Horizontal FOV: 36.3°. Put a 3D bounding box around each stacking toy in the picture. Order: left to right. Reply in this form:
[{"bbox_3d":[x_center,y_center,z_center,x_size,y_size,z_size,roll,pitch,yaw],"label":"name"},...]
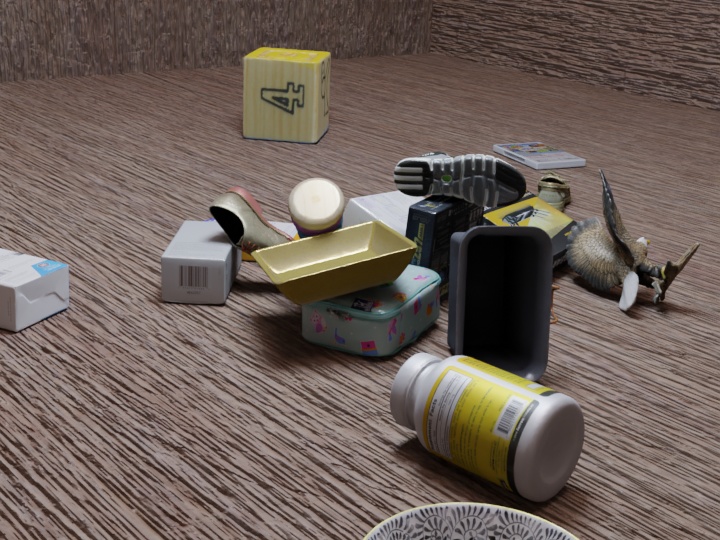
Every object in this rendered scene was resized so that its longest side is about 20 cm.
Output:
[{"bbox_3d":[-0.062,-0.053,1.683,0.084,0.201,0.087,-1,61,1],"label":"stacking toy"}]

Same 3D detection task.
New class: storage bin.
[{"bbox_3d":[0.179,0.035,1.444,0.143,0.204,0.134,0,9,-10],"label":"storage bin"}]

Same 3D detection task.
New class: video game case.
[{"bbox_3d":[0.431,-0.279,2.661,0.141,0.018,0.200,-6,21,-24],"label":"video game case"}]

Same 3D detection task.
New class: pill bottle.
[{"bbox_3d":[0.130,0.159,1.177,0.198,0.114,0.111,20,25,40],"label":"pill bottle"}]

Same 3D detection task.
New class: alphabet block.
[{"bbox_3d":[-0.183,-0.442,2.757,0.193,0.204,0.196,4,18,6],"label":"alphabet block"}]

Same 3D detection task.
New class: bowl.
[{"bbox_3d":[0.091,0.274,0.859,0.197,0.096,0.201,3,18,-1],"label":"bowl"}]

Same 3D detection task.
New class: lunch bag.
[{"bbox_3d":[0.012,0.046,1.537,0.158,0.078,0.199,15,24,27],"label":"lunch bag"}]

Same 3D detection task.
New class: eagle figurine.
[{"bbox_3d":[0.409,-0.037,1.726,0.199,0.153,0.151,40,6,18],"label":"eagle figurine"}]

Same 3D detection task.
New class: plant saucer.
[{"bbox_3d":[-0.038,-0.007,1.505,0.197,0.049,0.200,-14,16,-12],"label":"plant saucer"}]

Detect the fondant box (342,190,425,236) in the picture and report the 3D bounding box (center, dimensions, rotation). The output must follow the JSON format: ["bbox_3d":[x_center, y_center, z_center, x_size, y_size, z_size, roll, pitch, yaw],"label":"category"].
[{"bbox_3d":[0.076,-0.068,1.824,0.144,0.059,0.199,37,27,23],"label":"fondant box"}]

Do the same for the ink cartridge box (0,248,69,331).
[{"bbox_3d":[-0.526,0.019,1.558,0.197,0.068,0.116,12,21,23],"label":"ink cartridge box"}]

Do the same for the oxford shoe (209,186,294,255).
[{"bbox_3d":[-0.155,-0.035,1.673,0.200,0.071,0.075,45,36,6],"label":"oxford shoe"}]

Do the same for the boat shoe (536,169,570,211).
[{"bbox_3d":[0.399,-0.169,2.261,0.072,0.064,0.200,5,18,9],"label":"boat shoe"}]

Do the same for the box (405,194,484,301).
[{"bbox_3d":[0.127,-0.039,1.687,0.050,0.161,0.199,15,23,26],"label":"box"}]

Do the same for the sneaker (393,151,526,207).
[{"bbox_3d":[0.154,-0.149,1.656,0.196,0.076,0.116,8,18,9],"label":"sneaker"}]

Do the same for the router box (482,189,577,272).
[{"bbox_3d":[0.286,-0.064,1.874,0.156,0.053,0.199,36,31,21],"label":"router box"}]

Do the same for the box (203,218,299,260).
[{"bbox_3d":[-0.187,-0.052,1.868,0.196,0.042,0.119,3,19,9],"label":"box"}]

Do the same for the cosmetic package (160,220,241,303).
[{"bbox_3d":[-0.243,-0.016,1.700,0.100,0.075,0.200,4,17,2],"label":"cosmetic package"}]
